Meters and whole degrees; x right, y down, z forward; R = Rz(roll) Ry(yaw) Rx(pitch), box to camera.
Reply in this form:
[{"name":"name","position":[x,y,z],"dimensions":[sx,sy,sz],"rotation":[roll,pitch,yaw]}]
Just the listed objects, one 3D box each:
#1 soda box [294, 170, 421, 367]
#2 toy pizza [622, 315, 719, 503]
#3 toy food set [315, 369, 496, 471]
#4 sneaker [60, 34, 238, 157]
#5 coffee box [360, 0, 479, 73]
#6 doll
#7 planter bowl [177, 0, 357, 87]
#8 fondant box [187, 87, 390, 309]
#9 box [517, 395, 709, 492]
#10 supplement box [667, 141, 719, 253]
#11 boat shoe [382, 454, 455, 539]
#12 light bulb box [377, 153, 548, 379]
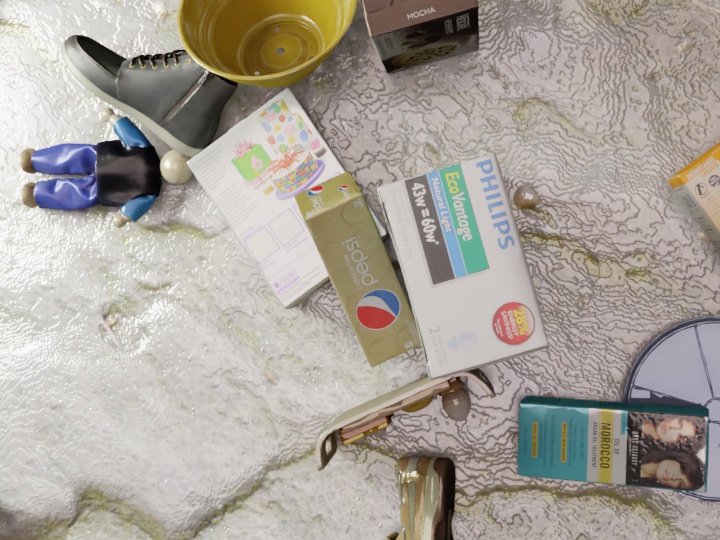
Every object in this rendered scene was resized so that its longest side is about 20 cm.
[{"name":"soda box","position":[0.000,0.000,1.174],"dimensions":[0.067,0.064,0.201],"rotation":[-24,121,-1]},{"name":"toy pizza","position":[0.386,0.150,1.195],"dimensions":[0.198,0.032,0.203],"rotation":[0,91,11]},{"name":"toy food set","position":[0.049,0.159,1.178],"dimensions":[0.198,0.143,0.061],"rotation":[-25,87,5]},{"name":"sneaker","position":[-0.234,-0.228,1.234],"dimensions":[0.199,0.075,0.107],"rotation":[34,116,-4]},{"name":"coffee box","position":[0.063,-0.275,1.153],"dimensions":[0.112,0.200,0.081],"rotation":[-14,88,5]},{"name":"doll","position":[-0.290,-0.118,1.265],"dimensions":[0.197,0.048,0.138],"rotation":[-2,90,7]},{"name":"planter bowl","position":[-0.095,-0.265,1.213],"dimensions":[0.198,0.084,0.203],"rotation":[-4,60,7]},{"name":"fondant box","position":[-0.080,-0.079,1.238],"dimensions":[0.144,0.058,0.201],"rotation":[-35,87,5]},{"name":"box","position":[0.270,0.185,1.180],"dimensions":[0.197,0.049,0.083],"rotation":[2,94,18]},{"name":"supplement box","position":[0.441,-0.055,1.172],"dimensions":[0.126,0.074,0.201],"rotation":[-37,86,5]},{"name":"boat shoe","position":[0.062,0.307,1.221],"dimensions":[0.075,0.072,0.203],"rotation":[2,82,20]},{"name":"light bulb box","position":[0.107,-0.003,1.145],"dimensions":[0.123,0.200,0.201],"rotation":[-16,87,5]}]
